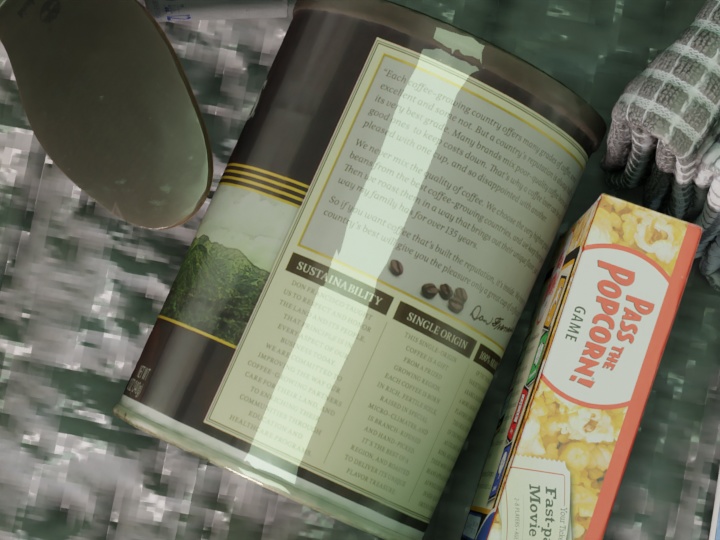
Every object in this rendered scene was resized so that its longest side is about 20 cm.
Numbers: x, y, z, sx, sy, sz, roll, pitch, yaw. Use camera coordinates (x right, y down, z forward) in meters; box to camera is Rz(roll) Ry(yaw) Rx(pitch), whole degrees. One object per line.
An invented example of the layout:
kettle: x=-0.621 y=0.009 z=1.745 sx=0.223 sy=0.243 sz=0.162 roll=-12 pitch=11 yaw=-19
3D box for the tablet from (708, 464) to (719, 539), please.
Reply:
tablet: x=0.216 y=0.106 z=0.935 sx=0.130 sy=0.014 sz=0.201 roll=10 pitch=94 yaw=35

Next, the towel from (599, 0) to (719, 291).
towel: x=0.177 y=-0.091 z=0.906 sx=0.085 sy=0.200 sz=0.166 roll=35 pitch=85 yaw=9

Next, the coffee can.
coffee can: x=0.000 y=0.000 z=0.917 sx=0.146 sy=0.146 sz=0.201 roll=24 pitch=85 yaw=1

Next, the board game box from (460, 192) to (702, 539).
board game box: x=0.082 y=0.076 z=0.910 sx=0.046 sy=0.152 sz=0.201 roll=18 pitch=85 yaw=1

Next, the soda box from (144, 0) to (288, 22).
soda box: x=-0.063 y=-0.158 z=0.903 sx=0.068 sy=0.200 sz=0.064 roll=-3 pitch=84 yaw=-2

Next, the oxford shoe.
oxford shoe: x=-0.118 y=-0.095 z=0.941 sx=0.071 sy=0.071 sz=0.200 roll=-39 pitch=67 yaw=7
